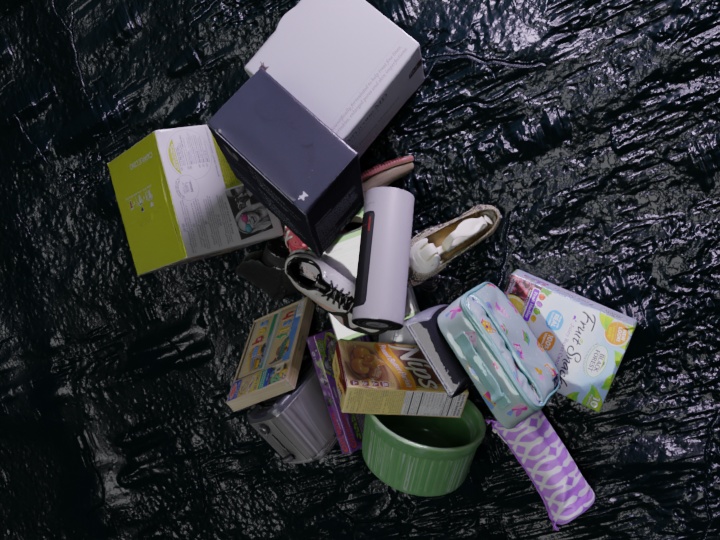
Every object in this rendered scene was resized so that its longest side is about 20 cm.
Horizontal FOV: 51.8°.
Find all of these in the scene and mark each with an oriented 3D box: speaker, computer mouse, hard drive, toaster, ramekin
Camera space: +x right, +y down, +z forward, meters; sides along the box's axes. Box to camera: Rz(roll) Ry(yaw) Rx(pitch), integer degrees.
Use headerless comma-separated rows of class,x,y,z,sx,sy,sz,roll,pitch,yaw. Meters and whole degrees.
speaker,0.036,-0.018,1.111,0.079,0.081,0.205,0,75,23
computer mouse,0.069,0.094,1.248,0.107,0.044,0.205,13,103,21
hard drive,0.138,0.114,1.134,0.042,0.199,0.137,-34,81,17
toaster,-0.091,0.232,1.271,0.112,0.201,0.130,-21,111,43
ramekin,0.094,0.265,1.184,0.196,0.199,0.100,20,113,19

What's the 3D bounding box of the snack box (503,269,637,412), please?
snack box,0.301,0.104,1.139,0.197,0.053,0.145,25,108,20

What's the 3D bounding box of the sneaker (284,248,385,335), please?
sneaker,-0.040,0.039,1.149,0.197,0.080,0.075,31,93,4

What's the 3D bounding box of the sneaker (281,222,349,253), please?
sneaker,-0.105,-0.068,1.264,0.198,0.087,0.074,33,154,16

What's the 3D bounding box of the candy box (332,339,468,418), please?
candy box,0.060,0.170,1.170,0.195,0.116,0.056,5,121,-14

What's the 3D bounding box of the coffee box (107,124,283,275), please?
coffee box,-0.281,-0.122,1.255,0.197,0.195,0.205,-12,93,49

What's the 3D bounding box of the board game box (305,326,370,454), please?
board game box,-0.013,0.191,1.259,0.032,0.119,0.205,-17,91,43

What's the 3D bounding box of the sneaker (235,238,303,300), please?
sneaker,-0.122,0.015,1.313,0.197,0.060,0.105,31,130,1

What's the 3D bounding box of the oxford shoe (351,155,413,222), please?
oxford shoe,0.009,-0.121,1.219,0.197,0.070,0.076,-29,96,8

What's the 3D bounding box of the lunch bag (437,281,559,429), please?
lunch bag,0.203,0.121,1.071,0.077,0.160,0.202,-39,79,26

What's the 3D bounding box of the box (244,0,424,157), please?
box,-0.036,-0.305,1.150,0.199,0.131,0.200,41,89,13

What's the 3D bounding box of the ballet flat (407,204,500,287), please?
ballet flat,0.130,-0.043,1.140,0.197,0.075,0.069,-32,87,-4

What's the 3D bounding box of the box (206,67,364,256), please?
box,-0.101,-0.152,1.092,0.196,0.200,0.118,42,81,12

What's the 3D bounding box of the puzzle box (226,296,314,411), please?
puzzle box,-0.152,0.141,1.281,0.131,0.202,0.026,-25,122,25

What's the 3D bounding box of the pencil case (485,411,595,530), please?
pencil case,0.281,0.293,1.160,0.085,0.084,0.202,-32,82,-12

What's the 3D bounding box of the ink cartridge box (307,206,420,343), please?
ink cartridge box,0.000,0.000,1.203,0.142,0.048,0.205,-19,87,9
